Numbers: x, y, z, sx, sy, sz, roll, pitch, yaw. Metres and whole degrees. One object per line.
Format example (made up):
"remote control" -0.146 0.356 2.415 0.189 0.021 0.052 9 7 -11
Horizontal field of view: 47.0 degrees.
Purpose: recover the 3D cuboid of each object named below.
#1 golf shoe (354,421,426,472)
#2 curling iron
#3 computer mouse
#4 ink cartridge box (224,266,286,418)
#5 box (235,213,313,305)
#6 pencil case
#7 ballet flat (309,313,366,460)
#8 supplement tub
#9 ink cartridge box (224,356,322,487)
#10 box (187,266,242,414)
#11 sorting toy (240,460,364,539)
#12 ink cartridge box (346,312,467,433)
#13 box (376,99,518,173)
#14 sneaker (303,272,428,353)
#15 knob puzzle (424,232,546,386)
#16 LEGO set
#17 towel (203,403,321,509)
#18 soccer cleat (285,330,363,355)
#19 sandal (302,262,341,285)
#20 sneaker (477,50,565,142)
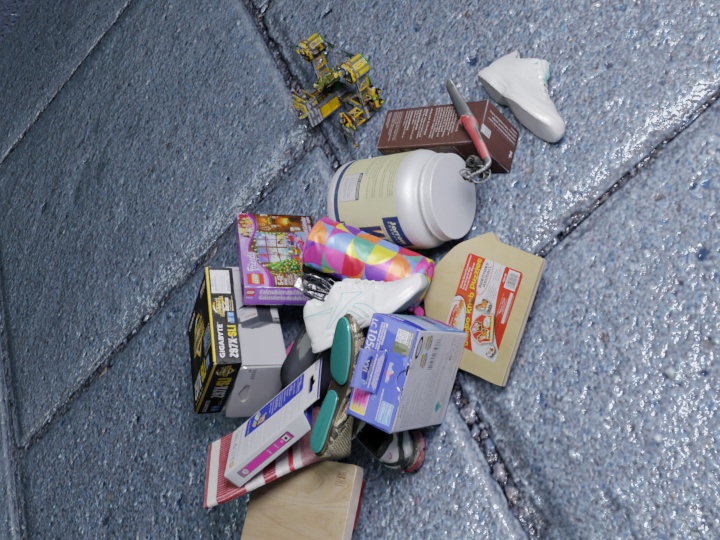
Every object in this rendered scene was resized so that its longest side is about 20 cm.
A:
"golf shoe" 0.015 0.202 1.191 0.073 0.091 0.200 -54 43 9
"curling iron" 0.146 -0.203 1.175 0.049 0.025 0.203 -29 51 24
"computer mouse" -0.065 0.117 1.222 0.136 0.053 0.203 26 109 5
"ink cartridge box" -0.185 0.118 1.365 0.147 0.082 0.203 112 151 -44
"box" -0.135 -0.021 1.378 0.202 0.134 0.040 -106 22 -49
"pencil case" 0.012 -0.006 1.213 0.197 0.088 0.090 25 86 16
"ballet flat" -0.014 0.158 1.113 0.068 0.074 0.205 29 109 61
"supplement tub" 0.062 -0.104 1.260 0.197 0.144 0.148 -3 67 41
"ink cartridge box" -0.115 0.216 1.182 0.200 0.037 0.095 -44 21 21
"box" -0.234 0.115 1.315 0.201 0.048 0.163 122 141 -54
"sorting toy" -0.078 0.380 1.202 0.197 0.069 0.203 -2 68 40
"ink cartridge box" 0.058 0.132 1.087 0.075 0.199 0.140 18 94 27
"box" 0.132 -0.201 1.276 0.197 0.100 0.076 6 73 42
"sneaker" 0.001 0.043 1.140 0.198 0.070 0.082 -27 82 22
"knob puzzle" 0.163 0.046 1.170 0.217 0.030 0.225 -16 68 47
"LEGO set" -0.064 -0.318 1.469 0.115 0.155 0.199 -38 55 -17
"towel" -0.142 0.272 1.243 0.197 0.023 0.145 -25 27 7
"soccer cleat" -0.049 0.096 1.327 0.199 0.070 0.087 -38 29 22
"sandal" 0.000 0.000 1.289 0.196 0.075 0.046 13 120 25
"sneaker" 0.255 -0.271 1.228 0.088 0.075 0.201 -38 47 5
